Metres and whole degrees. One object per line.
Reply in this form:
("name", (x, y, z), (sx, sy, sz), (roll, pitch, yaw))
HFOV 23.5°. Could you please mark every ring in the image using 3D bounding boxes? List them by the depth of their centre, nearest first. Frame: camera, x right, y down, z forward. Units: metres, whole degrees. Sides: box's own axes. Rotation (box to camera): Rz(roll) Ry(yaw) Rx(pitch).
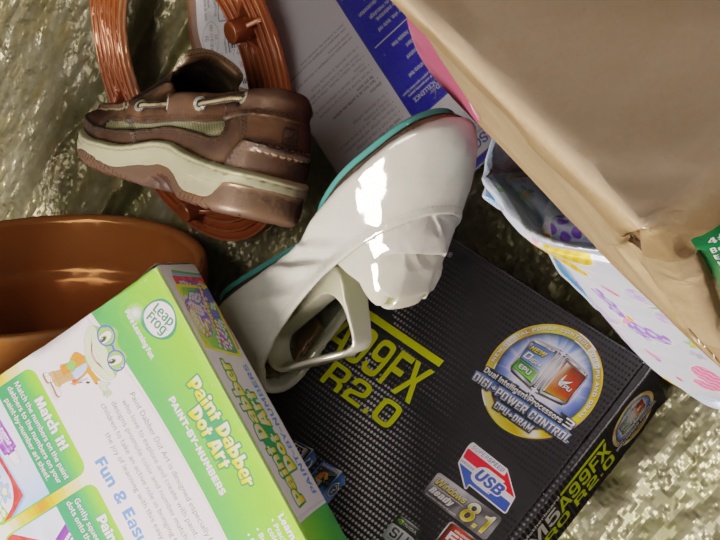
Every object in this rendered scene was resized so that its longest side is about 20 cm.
("ring", (-0.101, -0.109, 0.959), (0.200, 0.019, 0.201), (35, 136, 42))

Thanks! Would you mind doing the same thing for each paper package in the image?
("paper package", (0.138, -0.101, 0.609), (0.200, 0.103, 0.191), (-40, 47, 1))

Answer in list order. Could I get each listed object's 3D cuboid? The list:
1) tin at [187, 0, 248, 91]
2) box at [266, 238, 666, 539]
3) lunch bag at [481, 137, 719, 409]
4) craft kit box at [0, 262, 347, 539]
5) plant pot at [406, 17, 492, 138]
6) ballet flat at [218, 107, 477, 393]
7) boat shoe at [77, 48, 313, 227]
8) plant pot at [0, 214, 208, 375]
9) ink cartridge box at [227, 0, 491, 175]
("tin", (-0.047, -0.188, 0.960), (0.112, 0.042, 0.200), (-2, 90, 31))
("box", (0.024, 0.066, 0.863), (0.200, 0.044, 0.160), (35, 80, 32))
("lunch bag", (0.168, -0.019, 0.718), (0.200, 0.170, 0.127), (-1, 62, 35))
("craft kit box", (-0.116, 0.130, 0.831), (0.197, 0.049, 0.200), (-33, 80, 21))
("plant pot", (0.085, -0.177, 0.786), (0.200, 0.200, 0.179), (-59, 45, 21))
("ballet flat", (0.000, 0.000, 0.804), (0.200, 0.069, 0.069), (-41, 68, 46))
("boat shoe", (-0.080, -0.075, 0.883), (0.202, 0.075, 0.075), (20, 98, 54))
("plant pot", (-0.180, 0.064, 0.980), (0.200, 0.200, 0.140), (10, 114, 35))
("ink cartridge box", (0.002, -0.120, 0.886), (0.099, 0.039, 0.200), (-39, 72, 28))
